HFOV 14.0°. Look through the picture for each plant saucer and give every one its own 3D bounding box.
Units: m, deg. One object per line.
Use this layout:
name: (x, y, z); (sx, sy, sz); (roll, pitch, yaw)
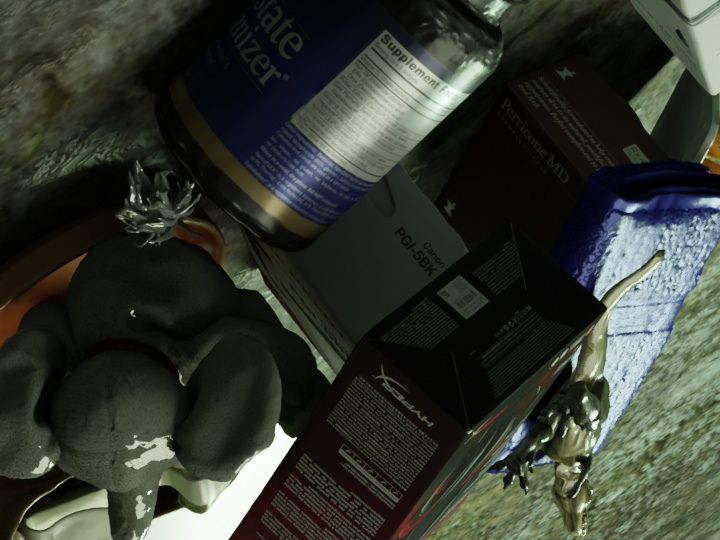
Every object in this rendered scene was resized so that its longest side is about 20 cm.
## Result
plant saucer: (-0.165, 0.028, 1.626); (0.200, 0.032, 0.200); (-32, 158, -14)

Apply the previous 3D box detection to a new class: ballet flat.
ballet flat: (-0.124, 0.117, 1.612); (0.200, 0.072, 0.068); (-21, 117, -22)

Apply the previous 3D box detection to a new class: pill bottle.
pill bottle: (0.000, -0.113, 1.485); (0.200, 0.112, 0.112); (-43, 159, 13)

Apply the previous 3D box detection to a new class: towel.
towel: (0.134, 0.025, 1.729); (0.148, 0.050, 0.200); (-3, 126, -51)

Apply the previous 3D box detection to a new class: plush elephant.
plush elephant: (-0.112, 0.065, 1.502); (0.200, 0.164, 0.155); (84, 17, -51)

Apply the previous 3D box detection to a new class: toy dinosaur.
toy dinosaur: (0.122, 0.081, 1.682); (0.088, 0.047, 0.200); (-39, 151, -47)

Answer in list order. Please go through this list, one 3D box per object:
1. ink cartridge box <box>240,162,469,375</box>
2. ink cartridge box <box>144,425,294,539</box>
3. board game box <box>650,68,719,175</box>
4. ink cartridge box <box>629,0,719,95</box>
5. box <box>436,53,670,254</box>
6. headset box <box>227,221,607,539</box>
ink cartridge box: (0.000, 0.000, 1.673); (0.083, 0.147, 0.200); (-36, 159, -7)
ink cartridge box: (-0.069, 0.125, 1.746); (0.200, 0.048, 0.146); (25, 96, -51)
board game box: (0.191, -0.041, 1.870); (0.200, 0.026, 0.200); (-74, -171, -65)
ink cartridge box: (0.162, -0.197, 1.526); (0.084, 0.144, 0.200); (-38, 160, -1)
box: (0.110, -0.031, 1.858); (0.075, 0.100, 0.200); (-22, 154, -37)
headset box: (0.024, 0.088, 1.541); (0.149, 0.075, 0.200); (-37, 165, -48)
